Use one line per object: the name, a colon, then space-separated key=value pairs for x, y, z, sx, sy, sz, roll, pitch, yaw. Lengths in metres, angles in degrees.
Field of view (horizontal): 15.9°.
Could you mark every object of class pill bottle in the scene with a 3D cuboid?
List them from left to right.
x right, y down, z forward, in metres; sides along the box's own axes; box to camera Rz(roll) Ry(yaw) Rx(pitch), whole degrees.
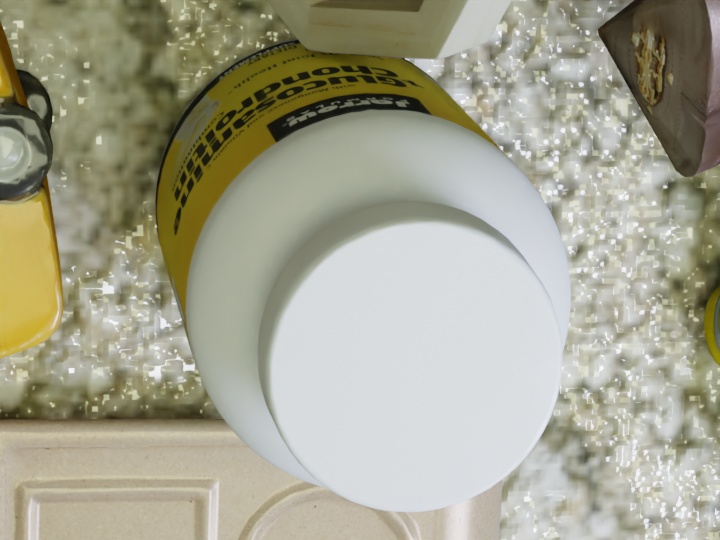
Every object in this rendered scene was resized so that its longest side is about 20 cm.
pill bottle: x=0.000 y=0.000 z=0.768 sx=0.111 sy=0.200 sz=0.113 roll=-2 pitch=105 yaw=-9

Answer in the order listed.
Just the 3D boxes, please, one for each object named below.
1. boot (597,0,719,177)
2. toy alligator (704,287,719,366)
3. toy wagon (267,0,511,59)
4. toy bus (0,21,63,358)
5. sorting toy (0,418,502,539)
boot: x=0.170 y=-0.113 z=0.763 sx=0.199 sy=0.064 sz=0.187 roll=-17 pitch=143 yaw=-8
toy alligator: x=0.153 y=0.006 z=0.876 sx=0.054 sy=0.059 sz=0.201 roll=-25 pitch=104 yaw=-48
toy wagon: x=-0.004 y=-0.163 z=0.756 sx=0.039 sy=0.155 sz=0.201 roll=-21 pitch=109 yaw=-37
toy bus: x=-0.146 y=-0.072 z=0.799 sx=0.078 sy=0.065 sz=0.201 roll=-18 pitch=107 yaw=-2
sorting toy: x=-0.051 y=0.138 z=0.886 sx=0.198 sy=0.036 sz=0.187 roll=-1 pitch=105 yaw=-13
